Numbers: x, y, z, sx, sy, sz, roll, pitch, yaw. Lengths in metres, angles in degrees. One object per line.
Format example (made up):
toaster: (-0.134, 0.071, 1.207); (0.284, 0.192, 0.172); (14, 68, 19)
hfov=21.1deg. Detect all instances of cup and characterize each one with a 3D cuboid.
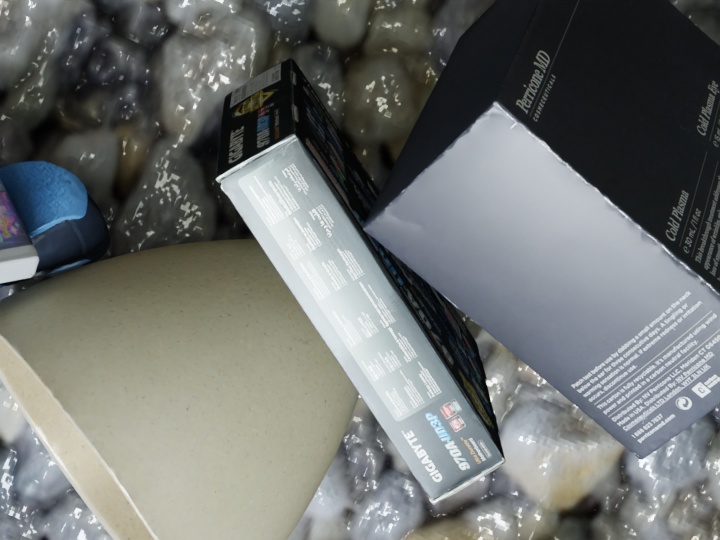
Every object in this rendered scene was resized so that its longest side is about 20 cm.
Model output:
cup: (-0.085, 0.065, 1.003); (0.143, 0.200, 0.200); (-36, 100, -15)

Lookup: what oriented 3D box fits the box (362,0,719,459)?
box: (0.123, -0.045, 0.961); (0.182, 0.200, 0.104); (40, 127, -10)

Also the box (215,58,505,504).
box: (0.000, 0.000, 0.985); (0.046, 0.159, 0.200); (-31, 108, 8)

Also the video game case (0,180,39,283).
video game case: (-0.261, -0.063, 0.950); (0.143, 0.200, 0.018); (-11, 145, -32)

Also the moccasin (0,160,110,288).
moccasin: (-0.226, -0.001, 1.014); (0.200, 0.068, 0.081); (-6, 61, 21)
